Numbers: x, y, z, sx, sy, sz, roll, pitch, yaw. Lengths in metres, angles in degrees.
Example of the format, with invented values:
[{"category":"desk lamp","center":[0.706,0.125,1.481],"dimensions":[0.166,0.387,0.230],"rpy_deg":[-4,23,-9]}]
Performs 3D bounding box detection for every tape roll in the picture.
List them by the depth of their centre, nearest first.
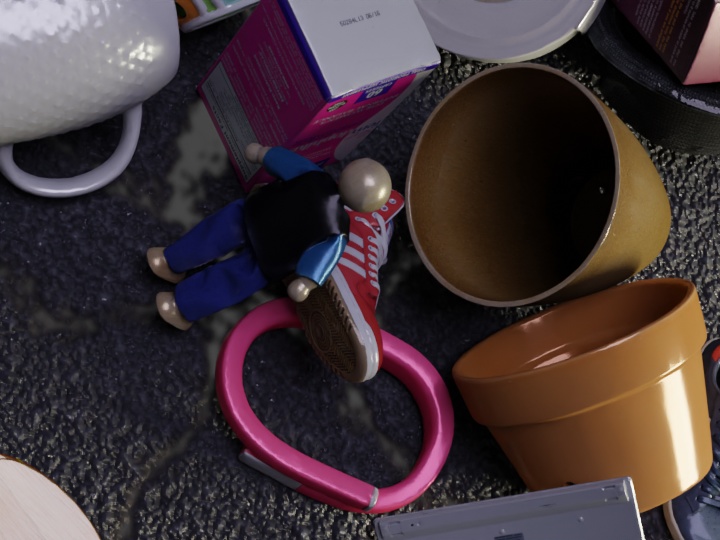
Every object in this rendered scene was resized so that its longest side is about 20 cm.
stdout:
[{"category":"tape roll","center":[0.115,-0.272,1.572],"dimensions":[0.201,0.071,0.204],"rpy_deg":[1,94,10]}]

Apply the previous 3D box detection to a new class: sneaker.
[{"category":"sneaker","center":[0.000,0.000,1.460],"dimensions":[0.112,0.071,0.200],"rpy_deg":[-7,48,-28]},{"category":"sneaker","center":[0.303,0.141,1.561],"dimensions":[0.075,0.084,0.201],"rpy_deg":[16,67,-17]}]

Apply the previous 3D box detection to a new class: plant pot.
[{"category":"plant pot","center":[0.188,0.107,1.474],"dimensions":[0.200,0.200,0.141],"rpy_deg":[-26,99,-28]},{"category":"plant pot","center":[0.166,-0.055,1.512],"dimensions":[0.200,0.186,0.187],"rpy_deg":[11,64,-55]}]

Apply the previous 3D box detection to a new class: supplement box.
[{"category":"supplement box","center":[-0.037,-0.151,1.454],"dimensions":[0.101,0.200,0.104],"rpy_deg":[-21,82,-27]},{"category":"supplement box","center":[0.277,-0.251,1.598],"dimensions":[0.110,0.086,0.200],"rpy_deg":[-7,44,-27]}]

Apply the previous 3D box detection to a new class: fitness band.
[{"category":"fitness band","center":[-0.020,0.103,1.464],"dimensions":[0.199,0.037,0.144],"rpy_deg":[28,63,-13]}]

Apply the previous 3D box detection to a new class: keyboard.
[{"category":"keyboard","center":[0.111,0.197,1.426],"dimensions":[0.199,0.011,0.057],"rpy_deg":[-11,109,13]}]

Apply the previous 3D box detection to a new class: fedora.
[{"category":"fedora","center":[0.278,-0.162,1.638],"dimensions":[0.200,0.092,0.201],"rpy_deg":[11,39,-9]}]

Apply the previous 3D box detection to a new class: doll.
[{"category":"doll","center":[-0.067,-0.033,1.407],"dimensions":[0.048,0.199,0.137],"rpy_deg":[27,43,-55]}]

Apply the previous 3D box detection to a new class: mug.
[{"category":"mug","center":[-0.227,-0.150,1.407],"dimensions":[0.175,0.148,0.201],"rpy_deg":[-11,114,-17]}]

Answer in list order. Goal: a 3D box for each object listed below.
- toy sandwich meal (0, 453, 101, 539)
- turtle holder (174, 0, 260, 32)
[{"category":"toy sandwich meal","center":[-0.263,0.228,1.298],"dimensions":[0.204,0.070,0.206],"rpy_deg":[8,69,-21]},{"category":"turtle holder","center":[-0.119,-0.268,1.510],"dimensions":[0.185,0.141,0.132],"rpy_deg":[-32,100,-60]}]
